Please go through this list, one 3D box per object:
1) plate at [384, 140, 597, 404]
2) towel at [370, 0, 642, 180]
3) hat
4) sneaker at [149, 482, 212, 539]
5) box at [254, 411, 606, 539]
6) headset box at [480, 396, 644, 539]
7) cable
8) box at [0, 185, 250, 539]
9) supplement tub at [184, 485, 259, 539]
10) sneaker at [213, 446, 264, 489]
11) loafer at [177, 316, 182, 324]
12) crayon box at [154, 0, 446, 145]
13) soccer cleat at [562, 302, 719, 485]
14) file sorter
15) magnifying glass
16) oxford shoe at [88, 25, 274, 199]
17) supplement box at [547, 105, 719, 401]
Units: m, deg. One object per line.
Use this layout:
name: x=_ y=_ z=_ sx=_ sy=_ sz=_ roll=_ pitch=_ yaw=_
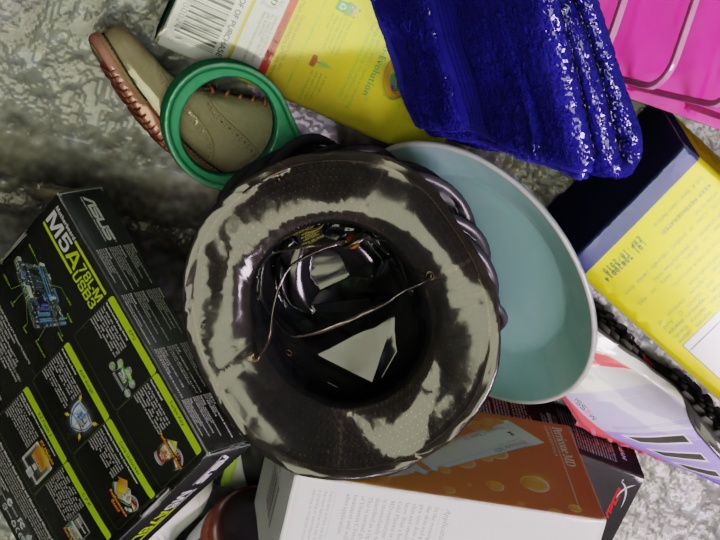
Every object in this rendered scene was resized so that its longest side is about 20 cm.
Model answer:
plate: x=0.078 y=-0.002 z=1.331 sx=0.026 sy=0.200 sz=0.201 roll=-38 pitch=115 yaw=-35
towel: x=0.076 y=-0.127 z=1.197 sx=0.049 sy=0.200 sz=0.148 roll=-32 pitch=114 yaw=-21
hat: x=-0.013 y=0.024 z=1.239 sx=0.199 sy=0.081 sz=0.202 roll=0 pitch=97 yaw=-3
sneaker: x=-0.157 y=0.193 z=1.381 sx=0.074 sy=0.087 sz=0.200 roll=20 pitch=134 yaw=-23
box: x=0.040 y=0.155 z=1.304 sx=0.199 sy=0.125 sz=0.098 roll=10 pitch=113 yaw=-11
headset box: x=0.074 y=0.156 z=1.422 sx=0.199 sy=0.077 sz=0.149 roll=21 pitch=109 yaw=-12
cable: x=0.000 y=0.000 z=1.299 sx=0.199 sy=0.051 sz=0.164 roll=13 pitch=105 yaw=-5
box: x=-0.183 y=0.082 z=1.310 sx=0.193 sy=0.047 sz=0.201 roll=-44 pitch=70 yaw=33
supplement tub: x=-0.101 y=0.242 z=1.411 sx=0.107 sy=0.107 sz=0.200 roll=30 pitch=130 yaw=-13
sneaker: x=-0.039 y=0.076 z=1.387 sx=0.082 sy=0.072 sz=0.201 roll=26 pitch=116 yaw=-1
loafer: x=-0.160 y=0.088 z=1.392 sx=0.076 sy=0.068 sz=0.201 roll=11 pitch=126 yaw=-15
crayon box: x=-0.017 y=-0.166 z=1.306 sx=0.199 sy=0.051 sz=0.127 roll=24 pitch=108 yaw=-11
soccer cleat: x=0.190 y=0.095 z=1.411 sx=0.200 sy=0.068 sz=0.073 roll=40 pitch=106 yaw=-12
file sorter: x=0.210 y=-0.163 z=1.238 sx=0.199 sy=0.125 sz=0.140 roll=15 pitch=97 yaw=-27
magnifying glass: x=-0.044 y=-0.060 z=1.307 sx=0.200 sy=0.022 sz=0.080 roll=39 pitch=90 yaw=-25
oxford shoe: x=-0.094 y=-0.096 z=1.328 sx=0.074 sy=0.071 sz=0.200 roll=-45 pitch=114 yaw=0
supplement box: x=0.235 y=0.001 z=1.353 sx=0.200 sy=0.110 sz=0.109 roll=41 pitch=104 yaw=-15
